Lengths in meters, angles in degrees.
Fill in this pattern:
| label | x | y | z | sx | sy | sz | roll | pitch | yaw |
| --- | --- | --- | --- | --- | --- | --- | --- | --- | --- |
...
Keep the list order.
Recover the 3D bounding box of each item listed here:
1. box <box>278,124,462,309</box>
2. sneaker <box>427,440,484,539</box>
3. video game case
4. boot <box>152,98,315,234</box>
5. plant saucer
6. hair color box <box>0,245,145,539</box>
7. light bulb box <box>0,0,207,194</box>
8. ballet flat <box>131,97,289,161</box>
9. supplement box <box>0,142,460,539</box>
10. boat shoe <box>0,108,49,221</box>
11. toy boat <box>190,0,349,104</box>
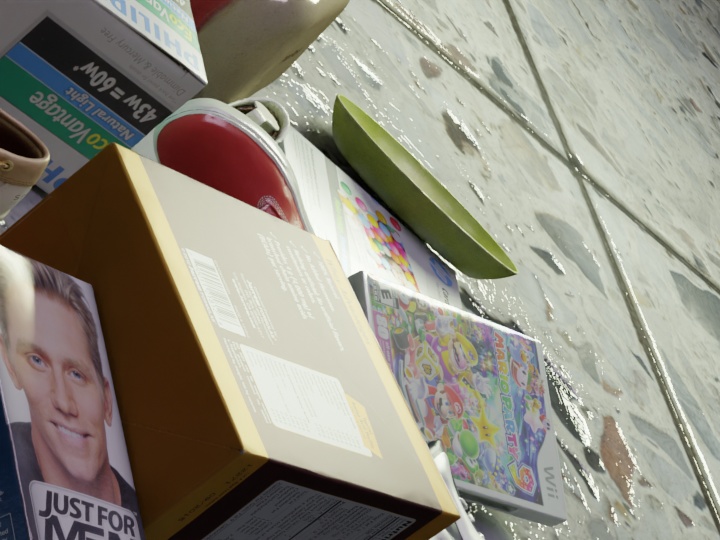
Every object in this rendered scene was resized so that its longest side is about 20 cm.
| label | x | y | z | sx | sy | sz | roll | pitch | yaw |
| --- | --- | --- | --- | --- | --- | --- | --- | --- | --- |
| box | 0.000 | 0.000 | 1.672 | 0.200 | 0.041 | 0.156 | 42 | 23 | -29 |
| sneaker | 0.051 | 0.165 | 1.446 | 0.199 | 0.079 | 0.130 | 29 | 37 | -28 |
| video game case | 0.069 | 0.091 | 1.616 | 0.200 | 0.018 | 0.143 | 22 | 52 | -45 |
| boot | -0.067 | 0.000 | 1.446 | 0.200 | 0.072 | 0.144 | 59 | 17 | -32 |
| plant saucer | 0.043 | -0.058 | 1.824 | 0.200 | 0.031 | 0.200 | 43 | 8 | -7 |
| hair color box | -0.157 | 0.091 | 1.086 | 0.100 | 0.060 | 0.200 | 28 | 41 | -57 |
| light bulb box | -0.210 | -0.183 | 1.391 | 0.198 | 0.125 | 0.200 | 37 | 24 | -36 |
| ballet flat | -0.098 | -0.086 | 1.564 | 0.069 | 0.069 | 0.200 | 53 | 20 | 0 |
| supplement box | -0.084 | 0.070 | 1.232 | 0.200 | 0.133 | 0.197 | 24 | 34 | -53 |
| boat shoe | -0.250 | -0.107 | 1.256 | 0.200 | 0.069 | 0.074 | 43 | 22 | -26 |
| toy boat | -0.096 | -0.200 | 1.673 | 0.131 | 0.131 | 0.200 | 45 | 20 | 0 |
